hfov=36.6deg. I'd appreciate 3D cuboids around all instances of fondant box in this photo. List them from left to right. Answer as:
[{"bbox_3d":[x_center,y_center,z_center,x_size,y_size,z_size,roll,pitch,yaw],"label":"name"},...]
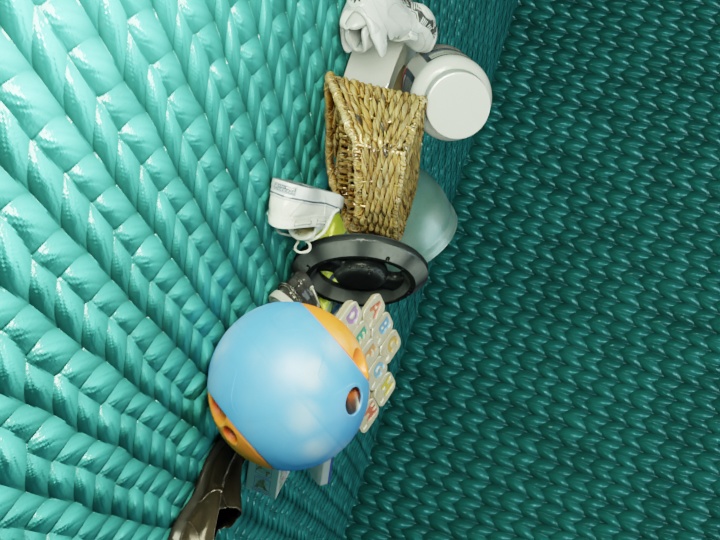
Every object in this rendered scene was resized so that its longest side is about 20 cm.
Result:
[{"bbox_3d":[-0.123,0.236,1.723,0.145,0.057,0.203,-60,163,-54],"label":"fondant box"}]

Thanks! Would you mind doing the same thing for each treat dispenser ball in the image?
[{"bbox_3d":[-0.087,0.140,1.318,0.201,0.197,0.204,17,90,-81],"label":"treat dispenser ball"}]

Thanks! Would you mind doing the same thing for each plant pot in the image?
[{"bbox_3d":[0.047,-0.109,1.805,0.135,0.197,0.202,64,36,-36],"label":"plant pot"}]

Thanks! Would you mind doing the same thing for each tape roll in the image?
[{"bbox_3d":[0.023,-0.271,1.652,0.202,0.070,0.206,17,89,-80],"label":"tape roll"}]

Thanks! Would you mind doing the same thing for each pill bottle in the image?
[{"bbox_3d":[0.125,-0.251,1.552,0.200,0.117,0.122,-100,-156,-71],"label":"pill bottle"}]

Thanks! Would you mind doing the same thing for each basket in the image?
[{"bbox_3d":[0.001,-0.142,1.478,0.201,0.146,0.144,94,13,-55],"label":"basket"}]

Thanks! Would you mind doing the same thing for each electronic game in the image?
[{"bbox_3d":[0.000,0.000,1.565,0.201,0.196,0.042,89,4,-63],"label":"electronic game"}]

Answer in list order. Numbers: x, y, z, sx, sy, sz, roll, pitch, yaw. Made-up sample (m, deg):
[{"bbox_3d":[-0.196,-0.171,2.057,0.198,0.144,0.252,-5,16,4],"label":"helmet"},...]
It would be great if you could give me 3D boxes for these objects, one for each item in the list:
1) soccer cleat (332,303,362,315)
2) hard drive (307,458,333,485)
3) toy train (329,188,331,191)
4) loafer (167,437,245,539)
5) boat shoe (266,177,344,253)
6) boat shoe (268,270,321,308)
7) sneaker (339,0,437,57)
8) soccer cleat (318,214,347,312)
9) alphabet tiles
[{"bbox_3d":[-0.024,0.049,1.766,0.070,0.085,0.203,38,49,-45],"label":"soccer cleat"},{"bbox_3d":[-0.078,0.238,1.813,0.025,0.132,0.203,-11,127,-28],"label":"hard drive"},{"bbox_3d":[-0.012,-0.162,1.739,0.057,0.041,0.202,82,25,-47],"label":"toy train"},{"bbox_3d":[-0.185,0.305,1.428,0.074,0.070,0.202,97,14,-49],"label":"loafer"},{"bbox_3d":[-0.075,-0.067,1.416,0.202,0.073,0.088,-8,114,-78],"label":"boat shoe"},{"bbox_3d":[-0.078,0.073,1.577,0.060,0.073,0.201,-47,146,-18],"label":"boat shoe"},{"bbox_3d":[0.034,-0.332,1.494,0.200,0.074,0.116,42,69,-53],"label":"sneaker"},{"bbox_3d":[-0.063,0.006,1.659,0.083,0.064,0.204,7,98,-67],"label":"soccer cleat"},{"bbox_3d":[-0.005,0.141,1.568,0.197,0.014,0.202,-54,139,-28],"label":"alphabet tiles"}]
